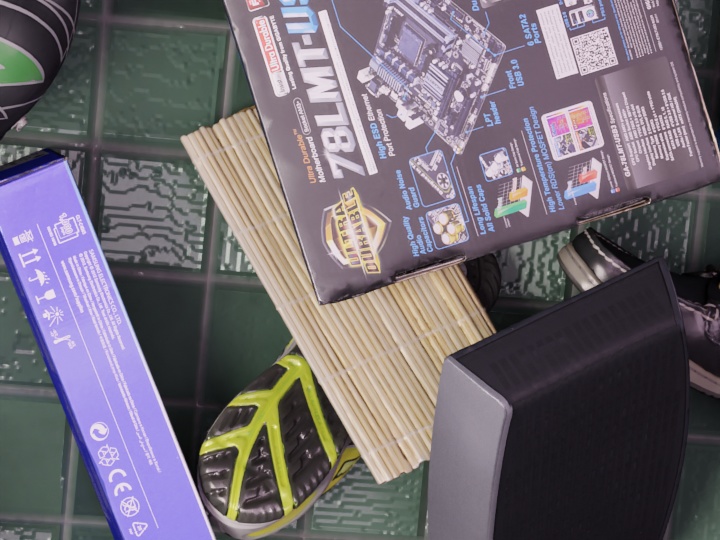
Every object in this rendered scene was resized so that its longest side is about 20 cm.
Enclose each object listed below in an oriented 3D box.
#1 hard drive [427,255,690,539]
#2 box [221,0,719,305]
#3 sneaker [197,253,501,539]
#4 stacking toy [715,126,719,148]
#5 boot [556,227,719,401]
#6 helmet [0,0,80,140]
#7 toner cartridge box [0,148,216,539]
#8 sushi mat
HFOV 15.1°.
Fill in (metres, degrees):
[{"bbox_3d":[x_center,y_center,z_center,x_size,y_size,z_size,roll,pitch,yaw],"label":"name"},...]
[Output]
[{"bbox_3d":[0.097,0.093,1.297,0.135,0.042,0.200,-24,142,-20],"label":"hard drive"},{"bbox_3d":[0.045,-0.107,1.248,0.198,0.050,0.201,-18,95,2],"label":"box"},{"bbox_3d":[-0.011,0.051,1.333,0.075,0.076,0.200,44,68,8],"label":"sneaker"},{"bbox_3d":[0.226,-0.158,1.346,0.109,0.116,0.201,-4,85,-13],"label":"stacking toy"},{"bbox_3d":[0.214,-0.005,1.348,0.203,0.074,0.154,31,104,-19],"label":"boot"},{"bbox_3d":[-0.221,-0.135,1.207,0.190,0.200,0.201,-19,99,-6],"label":"helmet"},{"bbox_3d":[-0.127,0.043,1.293,0.043,0.095,0.200,-22,100,-8],"label":"toner cartridge box"},{"bbox_3d":[0.000,0.000,1.307,0.096,0.012,0.200,-25,77,-21],"label":"sushi mat"}]
